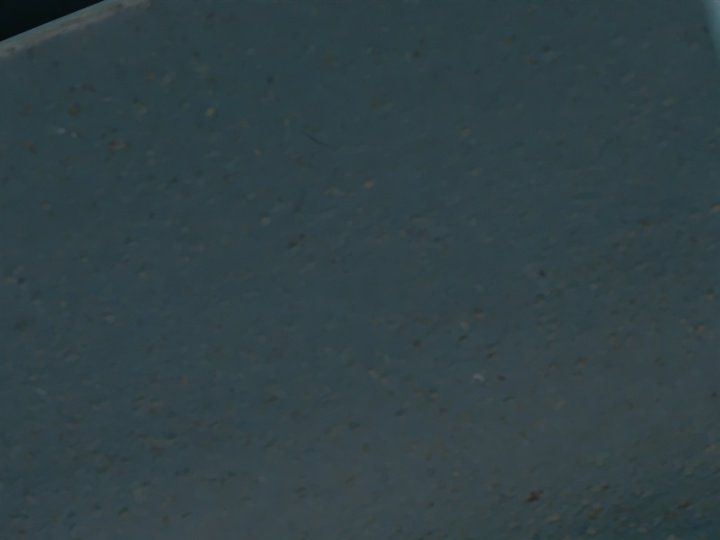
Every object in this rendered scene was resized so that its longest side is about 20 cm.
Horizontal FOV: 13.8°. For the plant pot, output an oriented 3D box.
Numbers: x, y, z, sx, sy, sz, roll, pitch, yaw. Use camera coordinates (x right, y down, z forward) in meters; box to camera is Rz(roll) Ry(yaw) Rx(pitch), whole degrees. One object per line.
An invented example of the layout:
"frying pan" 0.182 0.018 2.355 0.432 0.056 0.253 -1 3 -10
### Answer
"plant pot" 0.000 0.000 0.641 0.196 0.196 0.200 -98 167 -69
